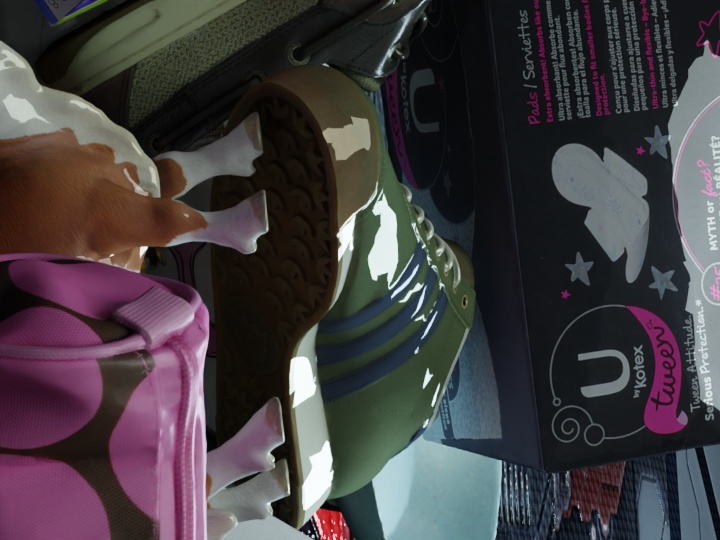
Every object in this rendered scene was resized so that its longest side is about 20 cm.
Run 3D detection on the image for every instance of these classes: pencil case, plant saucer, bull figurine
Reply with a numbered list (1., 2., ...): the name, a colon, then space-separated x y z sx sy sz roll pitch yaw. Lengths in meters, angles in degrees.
1. pencil case: -0.077 0.097 0.649 0.091 0.094 0.200 -15 106 -48
2. plant saucer: 0.016 0.052 1.017 0.201 0.039 0.201 -5 90 -72
3. bull figurine: -0.088 0.007 0.751 0.065 0.121 0.200 -102 -172 -74

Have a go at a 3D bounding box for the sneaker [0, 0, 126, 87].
1. sneaker: -0.083 -0.116 0.889 0.075 0.099 0.200 78 24 -46

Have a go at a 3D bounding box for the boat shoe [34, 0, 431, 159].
1. boat shoe: -0.011 -0.092 0.827 0.066 0.201 0.072 65 -5 -12

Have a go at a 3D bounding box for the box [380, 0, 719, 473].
1. box: 0.082 -0.033 0.931 0.132 0.115 0.200 -176 -100 -70

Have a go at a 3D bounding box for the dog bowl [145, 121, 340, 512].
1. dog bowl: -0.045 0.005 1.024 0.200 0.074 0.201 -5 90 -72

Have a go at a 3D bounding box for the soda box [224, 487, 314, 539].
1. soda box: -0.040 0.128 0.868 0.200 0.063 0.068 33 69 -33

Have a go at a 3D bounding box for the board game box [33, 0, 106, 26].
1. board game box: -0.015 -0.157 0.762 0.045 0.134 0.200 55 36 -2

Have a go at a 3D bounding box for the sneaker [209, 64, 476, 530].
1. sneaker: 0.000 0.000 0.844 0.090 0.067 0.200 -27 141 -31

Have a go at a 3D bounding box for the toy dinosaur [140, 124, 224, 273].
1. toy dinosaur: -0.111 0.001 0.867 0.200 0.060 0.106 -51 127 -53

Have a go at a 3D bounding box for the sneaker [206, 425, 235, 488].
1. sneaker: -0.065 0.152 0.920 0.079 0.075 0.200 -45 127 -64
